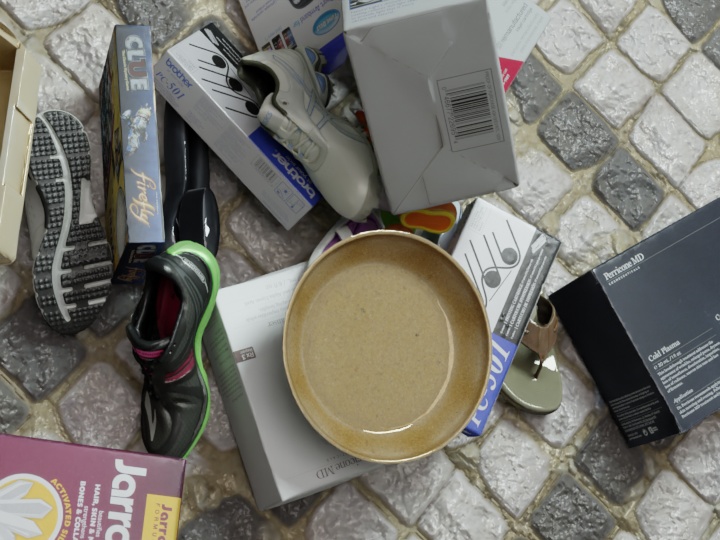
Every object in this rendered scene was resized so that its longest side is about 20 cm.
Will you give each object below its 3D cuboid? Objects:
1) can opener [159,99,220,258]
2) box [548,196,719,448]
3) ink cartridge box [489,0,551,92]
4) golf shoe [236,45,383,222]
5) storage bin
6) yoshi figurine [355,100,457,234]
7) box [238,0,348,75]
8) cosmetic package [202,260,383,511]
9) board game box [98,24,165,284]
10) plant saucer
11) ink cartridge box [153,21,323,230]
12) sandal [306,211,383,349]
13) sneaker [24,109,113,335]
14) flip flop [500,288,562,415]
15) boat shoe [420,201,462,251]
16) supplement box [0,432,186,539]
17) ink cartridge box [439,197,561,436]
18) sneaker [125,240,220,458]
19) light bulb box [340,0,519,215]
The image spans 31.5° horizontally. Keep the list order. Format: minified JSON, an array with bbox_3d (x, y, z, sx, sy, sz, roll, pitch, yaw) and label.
[{"bbox_3d":[-0.163,-0.082,1.223,0.078,0.063,0.203,-16,60,21],"label":"can opener"},{"bbox_3d":[0.332,0.052,1.324,0.198,0.104,0.184,-26,84,-24],"label":"box"},{"bbox_3d":[0.077,-0.260,1.342,0.199,0.083,0.146,36,66,-6],"label":"ink cartridge box"},{"bbox_3d":[-0.054,-0.125,1.191,0.096,0.079,0.201,-3,52,-41],"label":"golf shoe"},{"bbox_3d":[-0.389,-0.105,1.092,0.195,0.094,0.203,-1,71,11],"label":"storage bin"},{"bbox_3d":[0.058,-0.100,1.267,0.111,0.112,0.202,-19,49,11],"label":"yoshi figurine"},{"bbox_3d":[-0.067,-0.284,1.282,0.041,0.118,0.203,-13,78,-54],"label":"box"},{"bbox_3d":[-0.068,0.109,1.185,0.111,0.081,0.203,-18,79,-25],"label":"cosmetic package"},{"bbox_3d":[-0.212,-0.103,1.170,0.034,0.135,0.203,-1,75,-18],"label":"board game box"},{"bbox_3d":[0.021,0.067,1.124,0.197,0.035,0.204,2,83,-20],"label":"plant saucer"},{"bbox_3d":[-0.108,-0.142,1.239,0.200,0.044,0.094,47,35,-5],"label":"ink cartridge box"},{"bbox_3d":[-0.004,-0.005,1.204,0.083,0.049,0.204,52,30,-24],"label":"sandal"},{"bbox_3d":[-0.272,-0.043,1.172,0.073,0.080,0.204,-4,93,-22],"label":"sneaker"},{"bbox_3d":[0.169,0.045,1.296,0.080,0.058,0.203,4,73,-17],"label":"flip flop"},{"bbox_3d":[0.096,0.034,1.273,0.090,0.071,0.203,16,77,-14],"label":"boat shoe"},{"bbox_3d":[-0.257,0.217,1.077,0.197,0.103,0.133,9,71,-16],"label":"supplement box"},{"bbox_3d":[0.107,0.044,1.204,0.093,0.044,0.202,26,78,-6],"label":"ink cartridge box"},{"bbox_3d":[-0.177,0.075,1.130,0.083,0.076,0.204,-9,105,-56],"label":"sneaker"},{"bbox_3d":[0.058,-0.197,1.142,0.123,0.200,0.202,-11,41,6],"label":"light bulb box"}]
